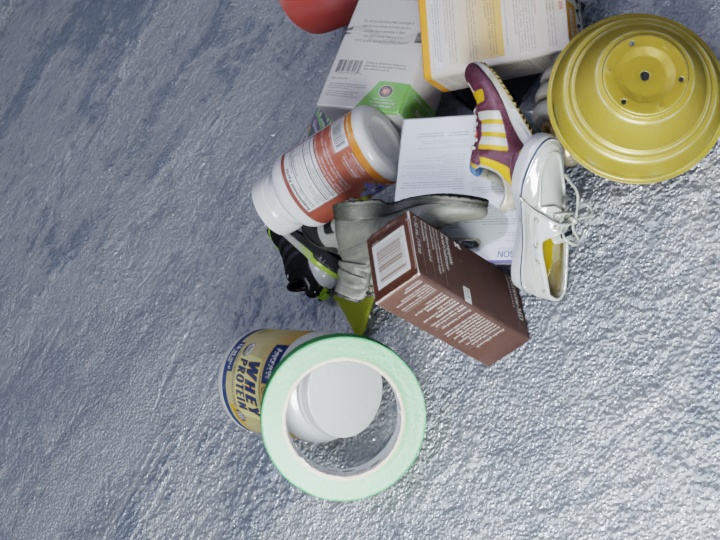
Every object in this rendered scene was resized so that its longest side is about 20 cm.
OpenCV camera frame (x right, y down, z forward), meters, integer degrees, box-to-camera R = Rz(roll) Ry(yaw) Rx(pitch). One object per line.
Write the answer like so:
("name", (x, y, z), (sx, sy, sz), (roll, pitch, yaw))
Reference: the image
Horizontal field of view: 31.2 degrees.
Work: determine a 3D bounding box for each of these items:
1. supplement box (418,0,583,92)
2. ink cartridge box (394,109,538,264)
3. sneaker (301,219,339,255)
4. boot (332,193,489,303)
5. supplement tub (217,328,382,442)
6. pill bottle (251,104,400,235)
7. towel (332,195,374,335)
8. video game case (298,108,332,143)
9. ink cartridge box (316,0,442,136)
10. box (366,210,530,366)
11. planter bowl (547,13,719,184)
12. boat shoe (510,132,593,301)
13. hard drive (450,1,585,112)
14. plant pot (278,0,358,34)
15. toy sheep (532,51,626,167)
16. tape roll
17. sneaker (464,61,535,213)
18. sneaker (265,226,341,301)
("supplement box", (0.181, -0.313, 1.656), (0.200, 0.074, 0.126), (-7, 80, 25))
("ink cartridge box", (0.137, -0.098, 1.617), (0.199, 0.041, 0.200), (0, 75, 28))
("sneaker", (-0.014, -0.064, 1.797), (0.200, 0.074, 0.089), (29, 127, 48))
("boot", (0.063, -0.026, 1.580), (0.200, 0.068, 0.131), (-4, 94, 10))
("supplement tub", (-0.080, 0.150, 1.697), (0.200, 0.144, 0.145), (-1, 66, 51))
("pill bottle", (-0.044, -0.128, 1.723), (0.200, 0.112, 0.112), (-29, 46, 28))
("towel", (0.000, 0.000, 1.703), (0.200, 0.018, 0.086), (105, 147, -47))
("video game case", (-0.037, -0.189, 1.934), (0.182, 0.023, 0.200), (-58, 32, 33))
("ink cartridge box", (0.047, -0.292, 1.793), (0.145, 0.084, 0.200), (12, 73, 35))
("box", (0.104, 0.024, 1.507), (0.075, 0.200, 0.100), (-35, 44, 28))
("planter bowl", (0.307, -0.201, 1.408), (0.200, 0.083, 0.201), (-1, 79, 5))
("boat shoe", (0.221, -0.053, 1.466), (0.086, 0.075, 0.202), (30, 127, 43))
("hard drive", (0.203, -0.301, 1.737), (0.200, 0.042, 0.135), (-54, 36, 10))
("plant pot", (-0.013, -0.481, 2.018), (0.177, 0.200, 0.201), (-1, 66, 40))
("toy sheep", (0.275, -0.207, 1.518), (0.138, 0.138, 0.200), (4, 57, 52))
("tape roll", (-0.022, 0.177, 1.563), (0.201, 0.200, 0.048), (-62, 6, -1))
("sneaker", (0.159, -0.164, 1.558), (0.090, 0.075, 0.200), (-33, 62, 9))
("sneaker", (-0.096, -0.013, 1.888), (0.083, 0.072, 0.200), (-60, 35, 4))
